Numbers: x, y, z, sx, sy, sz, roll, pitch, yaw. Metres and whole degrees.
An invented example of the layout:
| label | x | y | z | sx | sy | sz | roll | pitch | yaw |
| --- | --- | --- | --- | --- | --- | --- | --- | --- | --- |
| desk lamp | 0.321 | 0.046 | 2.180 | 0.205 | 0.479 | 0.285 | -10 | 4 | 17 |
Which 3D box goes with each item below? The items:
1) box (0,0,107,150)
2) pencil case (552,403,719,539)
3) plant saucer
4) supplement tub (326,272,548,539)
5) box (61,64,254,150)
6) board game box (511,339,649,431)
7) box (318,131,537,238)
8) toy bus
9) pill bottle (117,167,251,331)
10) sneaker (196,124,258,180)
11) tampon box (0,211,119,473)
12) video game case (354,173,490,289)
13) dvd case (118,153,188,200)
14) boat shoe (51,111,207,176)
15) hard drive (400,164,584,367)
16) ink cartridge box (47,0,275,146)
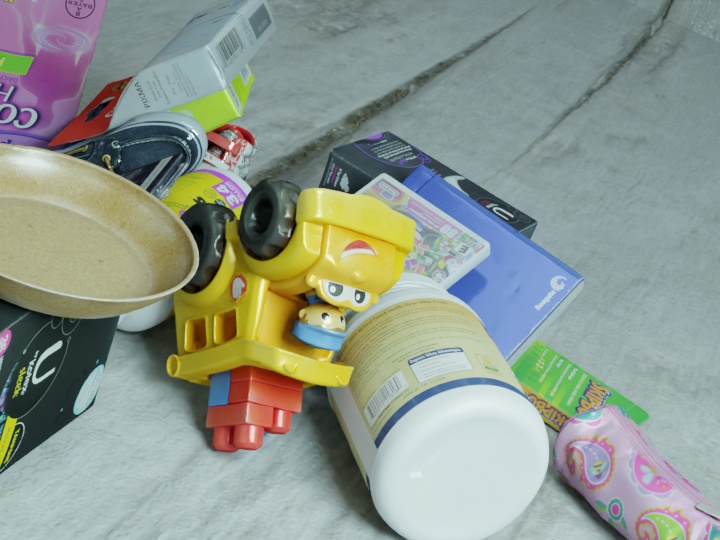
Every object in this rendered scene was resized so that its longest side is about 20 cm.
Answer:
| label | x | y | z | sx | sy | sz | roll | pitch | yaw |
| --- | --- | --- | --- | --- | --- | --- | --- | --- | --- |
| box | -0.354 | -0.221 | 1.461 | 0.174 | 0.202 | 0.097 | 11 | 27 | -23 |
| pencil case | 0.246 | 0.195 | 1.250 | 0.087 | 0.088 | 0.200 | 1 | 31 | -37 |
| plant saucer | -0.208 | -0.022 | 1.016 | 0.198 | 0.036 | 0.201 | 19 | 25 | -9 |
| supplement tub | 0.053 | 0.104 | 1.202 | 0.143 | 0.146 | 0.201 | 10 | 28 | -24 |
| box | -0.205 | -0.147 | 1.470 | 0.198 | 0.048 | 0.122 | -22 | 22 | 12 |
| board game box | 0.174 | 0.104 | 1.441 | 0.199 | 0.030 | 0.095 | 31 | 27 | 26 |
| box | 0.060 | -0.043 | 1.547 | 0.199 | 0.107 | 0.122 | 32 | 29 | 21 |
| toy bus | -0.061 | 0.042 | 1.169 | 0.135 | 0.199 | 0.194 | 19 | 66 | -39 |
| pill bottle | -0.174 | -0.013 | 1.292 | 0.104 | 0.105 | 0.200 | 31 | 35 | 20 |
| sneaker | -0.164 | -0.081 | 1.443 | 0.067 | 0.109 | 0.201 | 28 | 26 | 13 |
| tampon box | -0.266 | 0.044 | 1.059 | 0.125 | 0.151 | 0.200 | 27 | 25 | 11 |
| video game case | 0.000 | 0.000 | 1.371 | 0.199 | 0.018 | 0.143 | -37 | 54 | -25 |
| dvd case | -0.249 | -0.034 | 1.232 | 0.198 | 0.016 | 0.149 | -17 | 22 | 20 |
| boat shoe | -0.233 | -0.077 | 1.350 | 0.198 | 0.071 | 0.091 | -16 | 27 | 16 |
| hard drive | 0.091 | -0.002 | 1.415 | 0.199 | 0.025 | 0.132 | 37 | 65 | 23 |
| ink cartridge box | -0.193 | -0.192 | 1.425 | 0.198 | 0.048 | 0.160 | -14 | 24 | 22 |
